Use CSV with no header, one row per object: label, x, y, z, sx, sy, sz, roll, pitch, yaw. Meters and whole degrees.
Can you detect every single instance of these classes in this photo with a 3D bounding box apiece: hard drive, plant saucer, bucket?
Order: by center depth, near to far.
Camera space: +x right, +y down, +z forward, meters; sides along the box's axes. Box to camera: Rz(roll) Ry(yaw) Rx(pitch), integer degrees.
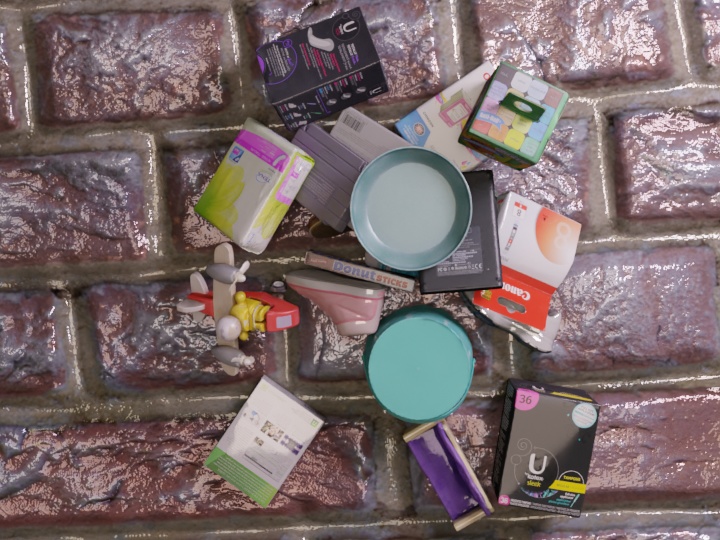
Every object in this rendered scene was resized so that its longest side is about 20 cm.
plant saucer,0.083,-0.101,1.435,0.198,0.036,0.202,1,96,6
hard drive,0.161,-0.065,1.474,0.138,0.033,0.202,-4,80,6
bucket,0.103,0.164,1.550,0.205,0.135,0.209,0,94,4

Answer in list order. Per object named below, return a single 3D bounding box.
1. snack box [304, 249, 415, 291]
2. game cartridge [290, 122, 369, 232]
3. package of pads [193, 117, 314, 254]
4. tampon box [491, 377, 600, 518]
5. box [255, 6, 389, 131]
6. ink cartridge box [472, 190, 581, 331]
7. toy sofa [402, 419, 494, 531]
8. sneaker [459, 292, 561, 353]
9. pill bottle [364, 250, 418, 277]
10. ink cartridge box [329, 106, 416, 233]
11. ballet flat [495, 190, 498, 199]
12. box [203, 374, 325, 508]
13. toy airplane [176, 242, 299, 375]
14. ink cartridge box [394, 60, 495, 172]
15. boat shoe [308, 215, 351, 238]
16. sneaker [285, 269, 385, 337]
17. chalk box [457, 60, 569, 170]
snack box,0.000,0.000,1.576,0.198,0.072,0.025,15,96,2
game cartridge,-0.065,-0.166,1.532,0.200,0.038,0.130,41,107,37
package of pads,-0.186,-0.147,1.548,0.154,0.068,0.201,36,97,34
tampon box,0.323,0.309,1.552,0.148,0.126,0.202,9,94,2
box,-0.065,-0.348,1.525,0.198,0.106,0.123,-21,70,5
ink cartridge box,0.288,-0.016,1.518,0.161,0.050,0.202,21,72,-21
toy sofa,0.158,0.361,1.579,0.082,0.098,0.201,-30,93,4
sneaker,0.269,0.071,1.576,0.199,0.074,0.088,29,86,-7
pill bottle,0.112,-0.042,1.549,0.198,0.111,0.112,13,94,2
ink cartridge box,0.004,-0.170,1.527,0.200,0.043,0.174,38,102,37
ballet flat,0.241,-0.055,1.563,0.074,0.074,0.201,-22,92,4
box,-0.178,0.316,1.625,0.144,0.036,0.201,35,93,0
toy airplane,-0.234,0.074,1.558,0.199,0.141,0.200,-38,105,24
ink cartridge box,0.179,-0.252,1.545,0.199,0.085,0.145,-34,92,3
boat shoe,-0.010,-0.129,1.577,0.199,0.072,0.068,-33,61,5
sneaker,-0.050,0.062,1.563,0.199,0.075,0.106,12,108,27
chalk box,0.244,-0.244,1.401,0.124,0.200,0.125,26,93,0
